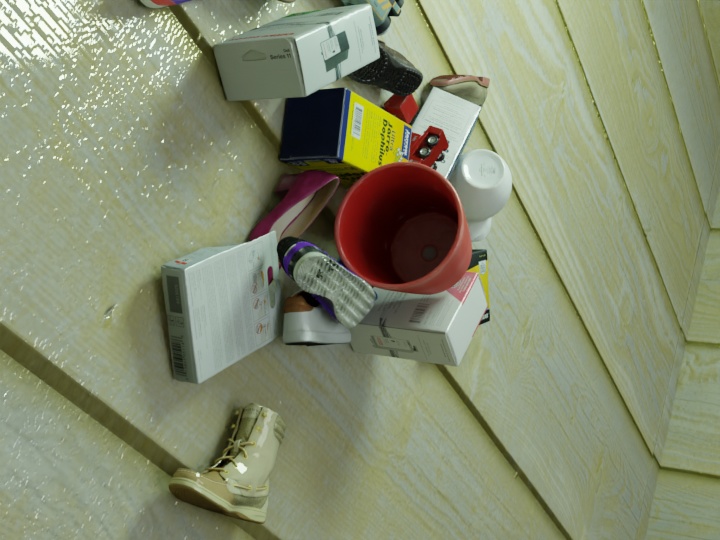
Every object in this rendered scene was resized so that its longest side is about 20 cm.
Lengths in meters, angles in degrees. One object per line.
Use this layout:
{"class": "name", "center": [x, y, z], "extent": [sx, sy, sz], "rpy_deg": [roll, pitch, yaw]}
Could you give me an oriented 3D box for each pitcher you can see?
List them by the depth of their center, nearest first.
{"class": "pitcher", "center": [0.219, -0.169, 1.817], "extent": [0.200, 0.121, 0.172], "rpy_deg": [91, -2, -69]}

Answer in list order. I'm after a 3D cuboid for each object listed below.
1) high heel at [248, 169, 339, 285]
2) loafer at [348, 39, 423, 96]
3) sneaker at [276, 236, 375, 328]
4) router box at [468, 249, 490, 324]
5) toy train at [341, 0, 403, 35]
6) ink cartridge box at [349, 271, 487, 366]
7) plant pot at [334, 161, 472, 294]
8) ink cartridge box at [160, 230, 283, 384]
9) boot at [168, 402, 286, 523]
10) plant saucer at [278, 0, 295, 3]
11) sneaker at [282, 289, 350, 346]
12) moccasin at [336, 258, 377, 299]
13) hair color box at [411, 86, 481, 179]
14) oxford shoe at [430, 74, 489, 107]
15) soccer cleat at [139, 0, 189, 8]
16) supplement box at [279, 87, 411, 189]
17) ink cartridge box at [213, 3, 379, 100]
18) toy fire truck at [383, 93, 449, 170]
{"class": "high heel", "center": [-0.097, -0.057, 1.386], "extent": [0.067, 0.096, 0.200], "rpy_deg": [51, 51, -45]}
{"class": "loafer", "center": [0.019, -0.349, 1.586], "extent": [0.073, 0.071, 0.200], "rpy_deg": [-46, 143, 19]}
{"class": "sneaker", "center": [-0.054, 0.007, 1.377], "extent": [0.070, 0.099, 0.200], "rpy_deg": [-48, 141, -3]}
{"class": "router box", "center": [0.185, 0.043, 1.859], "extent": [0.200, 0.051, 0.150], "rpy_deg": [-15, 103, -55]}
{"class": "toy train", "center": [0.004, -0.467, 1.536], "extent": [0.200, 0.085, 0.114], "rpy_deg": [43, 69, -52]}
{"class": "ink cartridge box", "center": [0.089, 0.069, 1.586], "extent": [0.147, 0.200, 0.083], "rpy_deg": [-58, 140, -37]}
{"class": "plant pot", "center": [0.084, -0.048, 1.475], "extent": [0.177, 0.200, 0.201], "rpy_deg": [33, 64, -65]}
{"class": "ink cartridge box", "center": [-0.183, 0.042, 1.303], "extent": [0.200, 0.050, 0.163], "rpy_deg": [-31, 123, -56]}
{"class": "boot", "center": [-0.175, 0.254, 1.310], "extent": [0.200, 0.073, 0.156], "rpy_deg": [40, 60, -52]}
{"class": "plant saucer", "center": [-0.130, -0.474, 1.337], "extent": [0.200, 0.029, 0.201], "rpy_deg": [-6, 90, -67]}
{"class": "sneaker", "center": [-0.063, 0.072, 1.447], "extent": [0.200, 0.073, 0.085], "rpy_deg": [25, 60, -74]}
{"class": "moccasin", "center": [0.000, 0.000, 1.562], "extent": [0.081, 0.068, 0.200], "rpy_deg": [55, 48, -43]}
{"class": "hair color box", "center": [0.135, -0.229, 1.716], "extent": [0.061, 0.100, 0.200], "rpy_deg": [105, 11, -56]}
{"class": "oxford shoe", "center": [0.196, -0.338, 1.840], "extent": [0.200, 0.070, 0.075], "rpy_deg": [-12, 107, -55]}
{"class": "soccer cleat", "center": [-0.201, -0.383, 1.228], "extent": [0.200, 0.073, 0.068], "rpy_deg": [-40, 123, -49]}
{"class": "supplement box", "center": [-0.018, -0.198, 1.485], "extent": [0.200, 0.109, 0.110], "rpy_deg": [17, 78, -56]}
{"class": "ink cartridge box", "center": [-0.087, -0.307, 1.343], "extent": [0.200, 0.146, 0.083], "rpy_deg": [-39, 124, -48]}
{"class": "toy fire truck", "center": [0.069, -0.208, 1.619], "extent": [0.200, 0.141, 0.049], "rpy_deg": [-55, 144, -17]}
